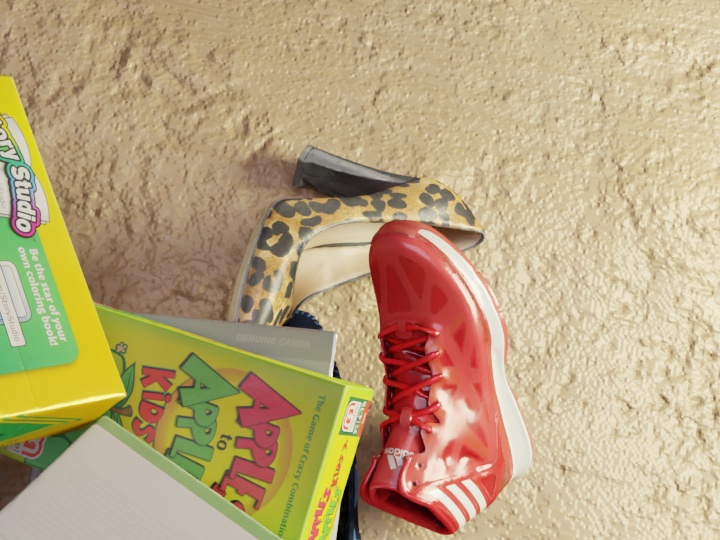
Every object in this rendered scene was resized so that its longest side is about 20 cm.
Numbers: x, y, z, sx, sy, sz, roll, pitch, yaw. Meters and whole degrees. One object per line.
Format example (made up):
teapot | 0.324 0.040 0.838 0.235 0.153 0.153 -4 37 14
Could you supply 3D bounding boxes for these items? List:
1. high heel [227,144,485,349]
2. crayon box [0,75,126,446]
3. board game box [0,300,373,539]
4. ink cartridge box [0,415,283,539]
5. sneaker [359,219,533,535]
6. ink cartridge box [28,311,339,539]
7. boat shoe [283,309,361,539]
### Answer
high heel | 0.000 0.000 0.775 0.142 0.072 0.200 20 48 4
crayon box | -0.233 -0.004 0.592 0.172 0.058 0.200 -6 68 -48
board game box | -0.103 0.088 0.676 0.199 0.048 0.102 15 86 22
ink cartridge box | -0.139 0.179 0.562 0.145 0.048 0.200 30 54 21
sneaker | 0.039 0.076 0.728 0.116 0.078 0.200 -41 111 -43
ink cartridge box | -0.108 0.118 0.720 0.199 0.044 0.174 4 81 20
boat shoe | -0.024 0.115 0.759 0.084 0.069 0.201 -8 70 -20
